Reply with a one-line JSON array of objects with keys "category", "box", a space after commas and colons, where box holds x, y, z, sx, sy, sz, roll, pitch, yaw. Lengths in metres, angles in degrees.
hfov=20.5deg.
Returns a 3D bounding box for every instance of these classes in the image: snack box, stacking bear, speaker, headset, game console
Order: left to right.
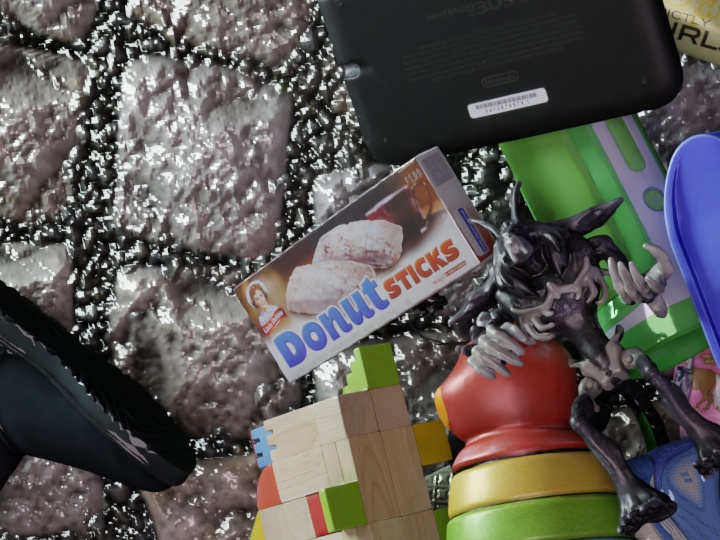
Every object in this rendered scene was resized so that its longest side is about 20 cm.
[{"category": "snack box", "box": [0.000, 0.000, 1.198, 0.200, 0.024, 0.072, -34, 87, 47]}, {"category": "game console", "box": [0.086, -0.173, 1.139, 0.199, 0.116, 0.177, -11, 106, 31]}, {"category": "headset", "box": [0.100, 0.088, 1.220, 0.123, 0.094, 0.200, -41, 97, -6]}, {"category": "stacking bear", "box": [0.093, 0.130, 1.118, 0.113, 0.121, 0.201, -9, 77, 7]}, {"category": "speaker", "box": [0.140, -0.042, 1.150, 0.088, 0.088, 0.201, -30, 71, 16]}]

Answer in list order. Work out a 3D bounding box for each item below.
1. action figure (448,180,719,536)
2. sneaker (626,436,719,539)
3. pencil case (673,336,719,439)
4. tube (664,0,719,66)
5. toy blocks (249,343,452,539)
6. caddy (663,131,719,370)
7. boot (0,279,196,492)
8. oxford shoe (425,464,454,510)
[{"category": "action figure", "box": [0.118, 0.032, 1.048, 0.119, 0.102, 0.200, -35, 71, 3]}, {"category": "sneaker", "box": [0.222, 0.176, 1.185, 0.089, 0.079, 0.200, -31, 121, 3]}, {"category": "pencil case", "box": [0.284, 0.069, 1.170, 0.199, 0.087, 0.083, 4, 71, 12]}, {"category": "tube", "box": [0.180, -0.163, 1.167, 0.199, 0.052, 0.058, 16, 141, 5]}, {"category": "toy blocks", "box": [-0.018, 0.159, 1.198, 0.136, 0.100, 0.201, -23, 78, 49]}, {"category": "caddy", "box": [0.251, -0.009, 1.053, 0.141, 0.105, 0.201, -27, 73, 31]}, {"category": "boot", "box": [-0.223, 0.124, 1.294, 0.200, 0.076, 0.168, 38, 103, 11]}, {"category": "oxford shoe", "box": [0.038, 0.188, 1.264, 0.200, 0.058, 0.075, -42, 61, 3]}]
